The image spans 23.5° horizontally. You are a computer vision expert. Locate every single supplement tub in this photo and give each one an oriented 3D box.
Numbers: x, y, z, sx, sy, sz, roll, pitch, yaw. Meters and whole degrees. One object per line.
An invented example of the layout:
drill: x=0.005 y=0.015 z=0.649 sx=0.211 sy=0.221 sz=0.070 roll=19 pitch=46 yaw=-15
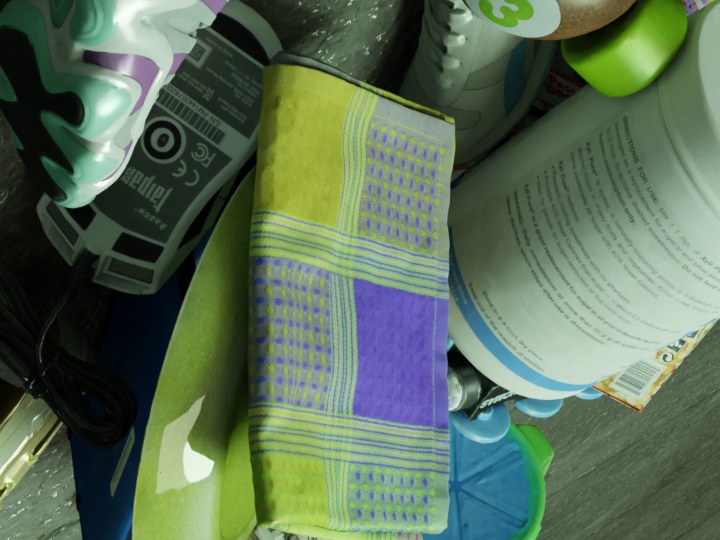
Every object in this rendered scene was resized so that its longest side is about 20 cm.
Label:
supplement tub: x=0.136 y=-0.029 z=0.848 sx=0.131 sy=0.133 sz=0.200 roll=-16 pitch=168 yaw=-44

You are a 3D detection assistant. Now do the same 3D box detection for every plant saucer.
plant saucer: x=-0.050 y=0.049 z=0.777 sx=0.200 sy=0.031 sz=0.202 roll=16 pitch=90 yaw=-81

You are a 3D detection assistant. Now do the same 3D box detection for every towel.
towel: x=0.000 y=0.015 z=0.743 sx=0.023 sy=0.202 sz=0.143 roll=-5 pitch=166 yaw=33

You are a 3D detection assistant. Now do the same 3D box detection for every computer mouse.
computer mouse: x=-0.098 y=-0.030 z=0.759 sx=0.201 sy=0.109 sz=0.044 roll=-54 pitch=179 yaw=10

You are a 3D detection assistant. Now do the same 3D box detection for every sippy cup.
sippy cup: x=0.058 y=0.183 z=1.321 sx=0.176 sy=0.141 sz=0.131 roll=9 pitch=153 yaw=-10

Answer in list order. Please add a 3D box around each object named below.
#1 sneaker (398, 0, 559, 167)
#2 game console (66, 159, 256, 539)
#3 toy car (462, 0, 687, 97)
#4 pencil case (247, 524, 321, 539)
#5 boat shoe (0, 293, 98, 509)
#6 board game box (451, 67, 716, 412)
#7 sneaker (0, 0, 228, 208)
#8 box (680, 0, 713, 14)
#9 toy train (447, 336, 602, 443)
sneaker: x=0.060 y=-0.135 z=0.842 sx=0.080 sy=0.077 sz=0.201 roll=3 pitch=133 yaw=-36
game console: x=-0.074 y=0.050 z=0.897 sx=0.117 sy=0.172 sz=0.201 roll=4 pitch=137 yaw=-22
toy car: x=0.113 y=-0.139 z=0.671 sx=0.164 sy=0.200 sz=0.158 roll=38 pitch=103 yaw=-26
pencil case: x=-0.056 y=0.147 z=0.963 sx=0.089 sy=0.078 sz=0.200 roll=-44 pitch=176 yaw=11
boat shoe: x=-0.200 y=0.100 z=0.836 sx=0.200 sy=0.074 sz=0.066 roll=-45 pitch=151 yaw=9
board game box: x=0.121 y=-0.021 z=0.993 sx=0.199 sy=0.046 sz=0.152 roll=27 pitch=121 yaw=-16
sneaker: x=-0.063 y=-0.114 z=0.668 sx=0.139 sy=0.078 sz=0.201 roll=-23 pitch=151 yaw=-34
box: x=0.197 y=-0.124 z=0.914 sx=0.137 sy=0.200 sz=0.039 roll=-37 pitch=-166 yaw=0
toy train: x=0.105 y=0.035 z=1.136 sx=0.199 sy=0.114 sz=0.087 roll=-17 pitch=151 yaw=-42
